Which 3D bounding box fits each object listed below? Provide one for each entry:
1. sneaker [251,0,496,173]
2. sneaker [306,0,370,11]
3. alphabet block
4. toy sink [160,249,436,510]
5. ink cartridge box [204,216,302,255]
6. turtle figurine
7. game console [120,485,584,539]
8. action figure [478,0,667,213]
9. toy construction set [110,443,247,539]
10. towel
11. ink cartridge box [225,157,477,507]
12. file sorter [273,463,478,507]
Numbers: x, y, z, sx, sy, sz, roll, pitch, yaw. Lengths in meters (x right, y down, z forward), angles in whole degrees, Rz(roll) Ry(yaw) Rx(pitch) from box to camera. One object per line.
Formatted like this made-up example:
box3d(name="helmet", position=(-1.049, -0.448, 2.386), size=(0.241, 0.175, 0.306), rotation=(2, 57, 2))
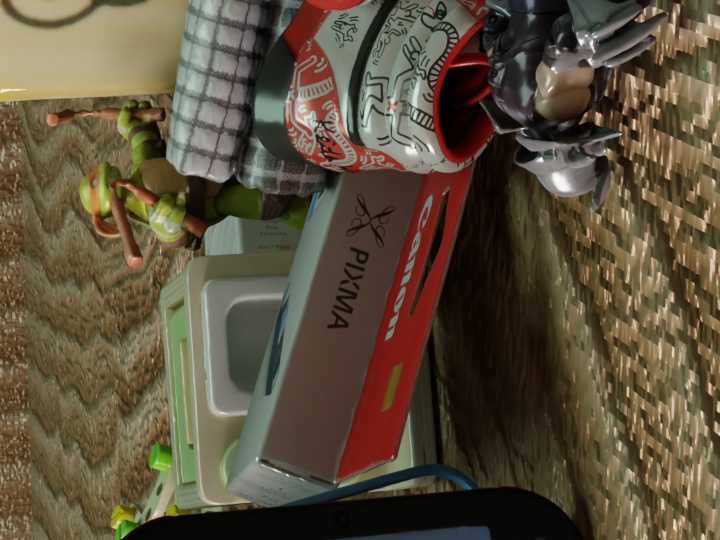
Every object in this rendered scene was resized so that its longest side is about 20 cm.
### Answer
box3d(name="sneaker", position=(0.036, -0.132, 0.924), size=(0.108, 0.067, 0.202), rotation=(10, 72, 37))
box3d(name="sneaker", position=(-0.028, -0.182, 0.827), size=(0.077, 0.085, 0.201), rotation=(20, 134, 27))
box3d(name="alphabet block", position=(-0.126, -0.214, 1.249), size=(0.196, 0.199, 0.196), rotation=(-129, 39, -67))
box3d(name="toy sink", position=(-0.042, 0.058, 1.158), size=(0.200, 0.111, 0.131), rotation=(156, 110, -75))
box3d(name="ink cartridge box", position=(-0.069, -0.010, 1.410), size=(0.163, 0.050, 0.201), rotation=(105, 165, -53))
box3d(name="turtle figurine", position=(-0.088, -0.042, 1.217), size=(0.200, 0.160, 0.065), rotation=(-122, 32, -61))
box3d(name="game console", position=(0.003, 0.175, 0.831), size=(0.031, 0.199, 0.178), rotation=(114, 149, -63))
box3d(name="action figure", position=(0.067, -0.116, 0.792), size=(0.130, 0.069, 0.201), rotation=(-157, 53, -67))
box3d(name="toy construction set", position=(-0.111, 0.199, 1.500), size=(0.131, 0.092, 0.200), rotation=(-56, 40, 27))
box3d(name="towel", position=(-0.041, -0.127, 1.057), size=(0.200, 0.085, 0.166), rotation=(-106, 26, -80))
box3d(name="ink cartridge box", position=(0.000, 0.000, 0.980), size=(0.176, 0.045, 0.201), rotation=(134, 154, -71))
box3d(name="file sorter", position=(-0.009, 0.190, 0.959), size=(0.200, 0.138, 0.123), rotation=(111, 140, -58))
